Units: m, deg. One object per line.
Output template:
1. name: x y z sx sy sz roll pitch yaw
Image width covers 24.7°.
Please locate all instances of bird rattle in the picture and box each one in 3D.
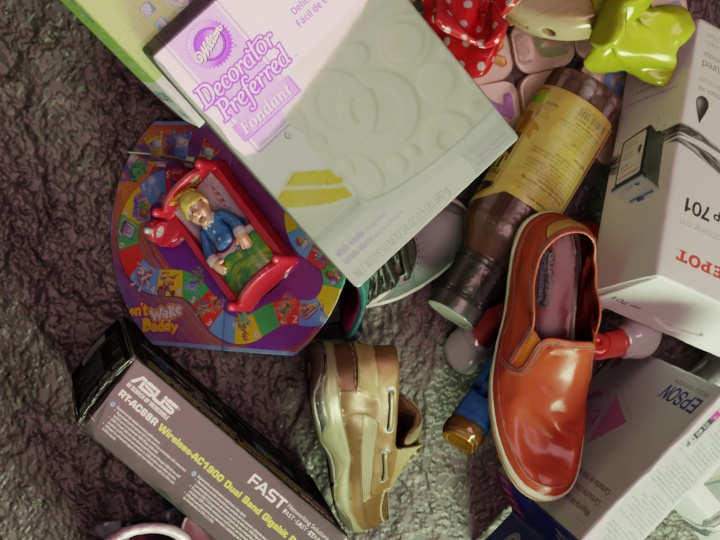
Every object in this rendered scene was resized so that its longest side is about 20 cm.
1. bird rattle: 0.141 -0.205 1.175 0.198 0.113 0.164 7 61 25

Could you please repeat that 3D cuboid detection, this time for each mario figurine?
1. mario figurine: 0.142 0.057 1.230 0.123 0.106 0.201 34 75 -16

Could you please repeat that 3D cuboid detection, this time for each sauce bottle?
1. sauce bottle: 0.116 -0.052 1.194 0.064 0.065 0.201 35 79 -15

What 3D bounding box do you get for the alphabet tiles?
1. alphabet tiles: 0.159 -0.176 1.241 0.193 0.015 0.202 -13 99 -11

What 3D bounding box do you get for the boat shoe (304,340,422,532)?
1. boat shoe: 0.009 0.120 1.166 0.073 0.076 0.201 -10 144 1

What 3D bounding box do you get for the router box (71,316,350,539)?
1. router box: -0.109 0.129 1.151 0.200 0.150 0.062 42 88 -14

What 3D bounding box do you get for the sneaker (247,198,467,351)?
1. sneaker: 0.000 0.000 1.173 0.198 0.121 0.084 -22 102 -9

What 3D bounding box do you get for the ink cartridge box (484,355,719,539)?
1. ink cartridge box: 0.167 0.148 1.191 0.200 0.196 0.043 -44 103 -4

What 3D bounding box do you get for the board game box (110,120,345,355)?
1. board game box: -0.101 -0.024 1.127 0.198 0.039 0.160 3 91 28

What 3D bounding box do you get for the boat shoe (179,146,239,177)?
1. boat shoe: -0.042 -0.111 1.174 0.200 0.073 0.065 -42 108 -4

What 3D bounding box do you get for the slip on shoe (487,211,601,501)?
1. slip on shoe: 0.132 0.060 1.139 0.073 0.061 0.203 5 89 -18

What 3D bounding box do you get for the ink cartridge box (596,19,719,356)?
1. ink cartridge box: 0.260 -0.056 1.200 0.145 0.086 0.202 21 69 -24

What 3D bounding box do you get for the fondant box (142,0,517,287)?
1. fondant box: -0.018 -0.112 1.039 0.144 0.058 0.200 -42 108 -1

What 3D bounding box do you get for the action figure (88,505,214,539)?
1. action figure: -0.123 0.269 1.175 0.132 0.149 0.202 -10 86 -17

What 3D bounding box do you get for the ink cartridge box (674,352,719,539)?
1. ink cartridge box: 0.321 0.160 1.267 0.146 0.084 0.200 -41 93 -6

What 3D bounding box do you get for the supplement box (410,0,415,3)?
1. supplement box: -0.010 -0.279 1.087 0.199 0.135 0.200 -38 106 26

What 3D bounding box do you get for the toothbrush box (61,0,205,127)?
1. toothbrush box: -0.157 -0.197 1.100 0.086 0.146 0.200 -44 103 -3
